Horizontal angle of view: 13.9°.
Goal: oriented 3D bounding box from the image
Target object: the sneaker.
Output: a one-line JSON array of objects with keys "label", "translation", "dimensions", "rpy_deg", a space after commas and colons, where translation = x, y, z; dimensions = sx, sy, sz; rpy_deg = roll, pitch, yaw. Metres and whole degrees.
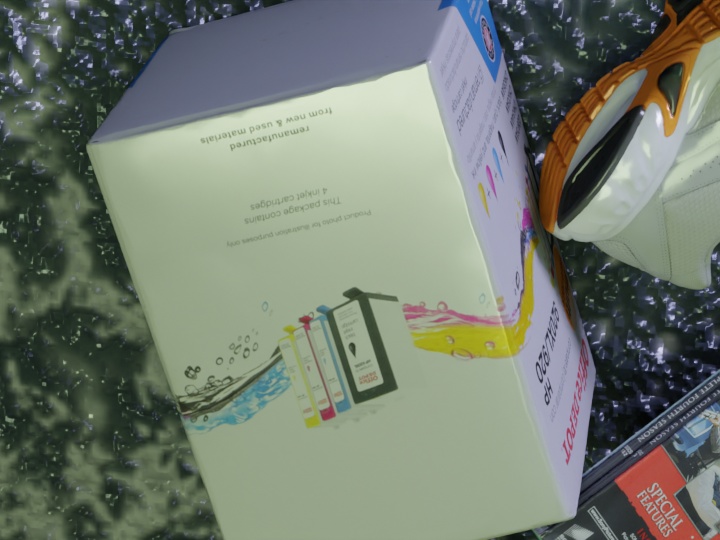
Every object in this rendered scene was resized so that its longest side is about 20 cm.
[{"label": "sneaker", "translation": [0.163, -0.078, 1.201], "dimensions": [0.092, 0.076, 0.200], "rpy_deg": [30, 113, -26]}]

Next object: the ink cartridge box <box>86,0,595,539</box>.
[{"label": "ink cartridge box", "translation": [0.000, 0.000, 1.208], "dimensions": [0.144, 0.147, 0.201], "rpy_deg": [-13, 110, 14]}]

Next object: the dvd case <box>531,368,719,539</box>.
[{"label": "dvd case", "translation": [0.184, 0.095, 1.228], "dimensions": [0.200, 0.022, 0.146], "rpy_deg": [-37, 117, -1]}]
